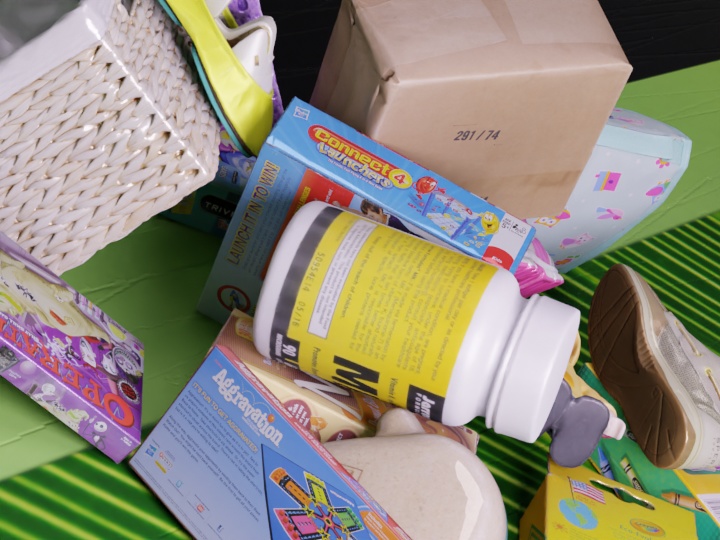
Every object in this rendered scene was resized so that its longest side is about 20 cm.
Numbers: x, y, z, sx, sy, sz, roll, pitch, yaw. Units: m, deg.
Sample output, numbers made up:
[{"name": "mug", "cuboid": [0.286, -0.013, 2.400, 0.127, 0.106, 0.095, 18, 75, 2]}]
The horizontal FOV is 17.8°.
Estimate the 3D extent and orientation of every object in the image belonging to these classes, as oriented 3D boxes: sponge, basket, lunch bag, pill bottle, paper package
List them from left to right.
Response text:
[{"name": "basket", "cuboid": [-0.211, -0.120, 1.630, 0.161, 0.200, 0.198, 50, 20, -23]}, {"name": "sponge", "cuboid": [-0.074, -0.129, 1.722, 0.030, 0.201, 0.112, -14, 24, -2]}, {"name": "pill bottle", "cuboid": [0.039, 0.037, 1.540, 0.200, 0.115, 0.114, 20, 26, 11]}, {"name": "paper package", "cuboid": [0.071, -0.122, 1.688, 0.199, 0.191, 0.104, -8, 56, -23]}, {"name": "lunch bag", "cuboid": [0.158, -0.086, 1.929, 0.170, 0.200, 0.122, 10, 67, -28]}]

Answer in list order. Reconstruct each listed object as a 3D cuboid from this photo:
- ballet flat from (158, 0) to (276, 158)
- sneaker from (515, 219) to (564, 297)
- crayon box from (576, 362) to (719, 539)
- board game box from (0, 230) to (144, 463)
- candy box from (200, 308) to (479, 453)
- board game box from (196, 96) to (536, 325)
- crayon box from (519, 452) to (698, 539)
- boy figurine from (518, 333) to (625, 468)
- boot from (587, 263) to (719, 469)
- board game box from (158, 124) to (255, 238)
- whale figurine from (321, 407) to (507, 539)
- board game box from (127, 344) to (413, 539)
[{"name": "ballet flat", "cuboid": [-0.099, -0.176, 1.606, 0.200, 0.067, 0.067, 61, 13, -10]}, {"name": "sneaker", "cuboid": [0.109, -0.021, 1.841, 0.200, 0.081, 0.088, 46, 24, -77]}, {"name": "crayon box", "cuboid": [0.255, 0.155, 1.775, 0.119, 0.058, 0.200, 4, 36, -38]}, {"name": "board game box", "cuboid": [-0.224, 0.031, 1.517, 0.200, 0.032, 0.120, 41, 26, -25]}, {"name": "candy box", "cuboid": [-0.019, 0.106, 1.596, 0.200, 0.055, 0.115, 28, 13, -2]}, {"name": "board game box", "cuboid": [0.000, 0.000, 1.654, 0.195, 0.200, 0.056, 29, 48, 2]}, {"name": "crayon box", "cuboid": [0.175, 0.220, 1.603, 0.127, 0.051, 0.200, 24, 28, -7]}, {"name": "boy figurine", "cuboid": [0.146, 0.086, 1.727, 0.124, 0.065, 0.200, 32, 15, -6]}, {"name": "boot", "cuboid": [0.268, 0.082, 1.769, 0.154, 0.072, 0.200, 10, 37, -27]}, {"name": "board game box", "cuboid": [-0.083, -0.074, 1.874, 0.200, 0.047, 0.151, 20, 29, -13]}, {"name": "whale figurine", "cuboid": [-0.001, 0.165, 1.503, 0.199, 0.104, 0.159, 15, 62, 19]}, {"name": "board game box", "cuboid": [-0.057, 0.149, 1.459, 0.200, 0.103, 0.019, 45, 15, 29]}]
